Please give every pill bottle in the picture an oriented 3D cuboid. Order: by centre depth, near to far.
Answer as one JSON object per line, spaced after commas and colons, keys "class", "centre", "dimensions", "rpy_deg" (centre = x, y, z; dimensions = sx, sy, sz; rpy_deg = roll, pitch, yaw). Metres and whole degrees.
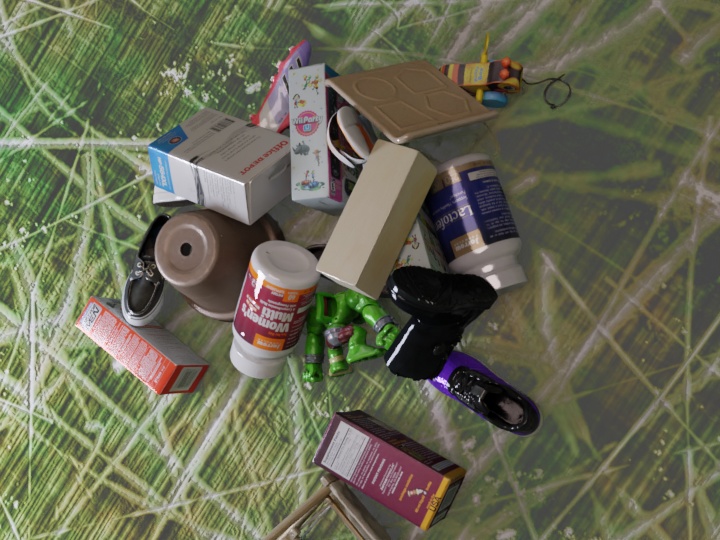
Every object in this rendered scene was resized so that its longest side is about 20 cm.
{"class": "pill bottle", "centre": [0.171, -0.061, 1.350], "dimensions": [0.115, 0.116, 0.202], "rpy_deg": [-22, 80, 15]}
{"class": "pill bottle", "centre": [-0.136, 0.063, 1.409], "dimensions": [0.109, 0.109, 0.201], "rpy_deg": [32, 124, 19]}

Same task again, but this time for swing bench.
{"class": "swing bench", "centre": [-0.037, 0.440, 1.364], "dimensions": [0.200, 0.130, 0.199], "rpy_deg": [-44, 72, 4]}

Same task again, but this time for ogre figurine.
{"class": "ogre figurine", "centre": [-0.024, 0.090, 1.406], "dimensions": [0.200, 0.097, 0.121], "rpy_deg": [-39, 60, 57]}

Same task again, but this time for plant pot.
{"class": "plant pot", "centre": [-0.238, -0.022, 1.455], "dimensions": [0.198, 0.174, 0.203], "rpy_deg": [-2, 84, 19]}

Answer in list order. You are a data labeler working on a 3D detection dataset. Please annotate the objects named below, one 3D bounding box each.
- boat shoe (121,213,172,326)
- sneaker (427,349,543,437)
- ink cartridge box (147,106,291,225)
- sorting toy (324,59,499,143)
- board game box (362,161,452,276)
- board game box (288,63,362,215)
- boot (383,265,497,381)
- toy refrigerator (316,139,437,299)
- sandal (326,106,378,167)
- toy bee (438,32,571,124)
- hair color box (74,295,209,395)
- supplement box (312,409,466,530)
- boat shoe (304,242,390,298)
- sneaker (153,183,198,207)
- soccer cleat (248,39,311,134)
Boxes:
{"class": "boat shoe", "centre": [-0.348, -0.005, 1.505], "dimensions": [0.068, 0.057, 0.202], "rpy_deg": [9, 56, 1]}
{"class": "sneaker", "centre": [0.174, 0.173, 1.332], "dimensions": [0.199, 0.099, 0.070], "rpy_deg": [29, 92, 19]}
{"class": "ink cartridge box", "centre": [-0.209, -0.167, 1.438], "dimensions": [0.199, 0.146, 0.085], "rpy_deg": [24, 134, 25]}
{"class": "sorting toy", "centre": [0.072, -0.243, 1.323], "dimensions": [0.200, 0.184, 0.037], "rpy_deg": [43, 139, 38]}
{"class": "board game box", "centre": [0.075, -0.054, 1.347], "dimensions": [0.064, 0.147, 0.202], "rpy_deg": [-22, 65, 15]}
{"class": "board game box", "centre": [-0.051, -0.198, 1.416], "dimensions": [0.064, 0.147, 0.202], "rpy_deg": [-6, 82, 21]}
{"class": "boot", "centre": [0.081, 0.081, 1.254], "dimensions": [0.077, 0.199, 0.169], "rpy_deg": [53, 122, 33]}
{"class": "toy refrigerator", "centre": [0.025, -0.069, 1.254], "dimensions": [0.075, 0.070, 0.201], "rpy_deg": [21, 83, 36]}
{"class": "sandal", "centre": [-0.014, -0.185, 1.328], "dimensions": [0.059, 0.207, 0.080], "rpy_deg": [-26, 90, 11]}
{"class": "toy bee", "centre": [0.202, -0.296, 1.371], "dimensions": [0.198, 0.109, 0.132], "rpy_deg": [-16, 78, 16]}
{"class": "hair color box", "centre": [-0.360, 0.124, 1.513], "dimensions": [0.199, 0.111, 0.064], "rpy_deg": [36, 97, 19]}
{"class": "supplement box", "centre": [0.044, 0.291, 1.358], "dimensions": [0.199, 0.110, 0.086], "rpy_deg": [27, 93, 20]}
{"class": "boat shoe", "centre": [0.000, 0.000, 1.433], "dimensions": [0.198, 0.057, 0.068], "rpy_deg": [14, 87, 19]}
{"class": "sneaker", "centre": [-0.258, -0.157, 1.529], "dimensions": [0.198, 0.073, 0.086], "rpy_deg": [-2, 81, 17]}
{"class": "soccer cleat", "centre": [-0.124, -0.282, 1.509], "dimensions": [0.076, 0.067, 0.201], "rpy_deg": [30, 92, -3]}
